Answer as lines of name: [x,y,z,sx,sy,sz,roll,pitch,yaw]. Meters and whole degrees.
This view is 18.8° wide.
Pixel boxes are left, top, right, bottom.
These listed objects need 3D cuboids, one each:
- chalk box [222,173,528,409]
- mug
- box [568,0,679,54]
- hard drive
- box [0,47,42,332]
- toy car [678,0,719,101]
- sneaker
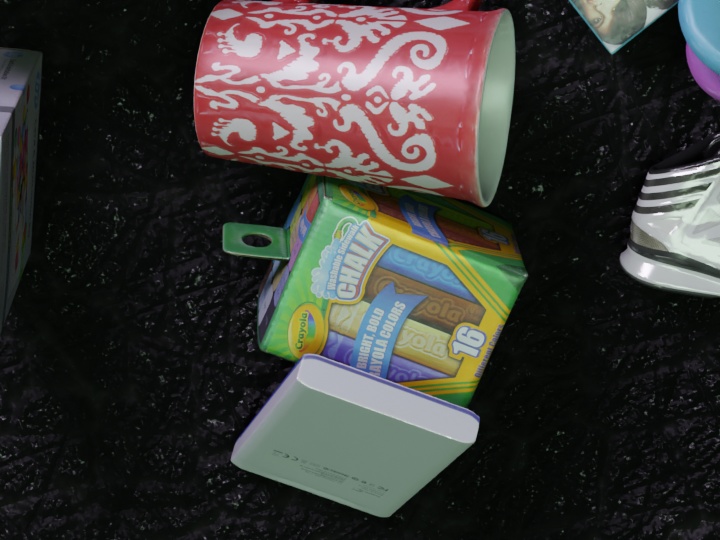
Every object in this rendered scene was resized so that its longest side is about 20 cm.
chalk box: [0.000,0.000,1.538,0.199,0.125,0.125,21,108,-11]
mug: [0.001,-0.134,1.493,0.198,0.178,0.134,6,132,12]
box: [0.142,-0.252,1.490,0.082,0.049,0.200,-38,107,11]
hard drive: [-0.008,0.122,1.563,0.131,0.200,0.026,20,65,-9]
box: [-0.250,-0.049,1.470,0.041,0.200,0.157,5,110,-4]
toy car: [0.295,-0.159,1.478,0.149,0.176,0.199,-11,155,43]
sneaker: [0.294,-0.034,1.561,0.199,0.076,0.116,10,111,-3]
